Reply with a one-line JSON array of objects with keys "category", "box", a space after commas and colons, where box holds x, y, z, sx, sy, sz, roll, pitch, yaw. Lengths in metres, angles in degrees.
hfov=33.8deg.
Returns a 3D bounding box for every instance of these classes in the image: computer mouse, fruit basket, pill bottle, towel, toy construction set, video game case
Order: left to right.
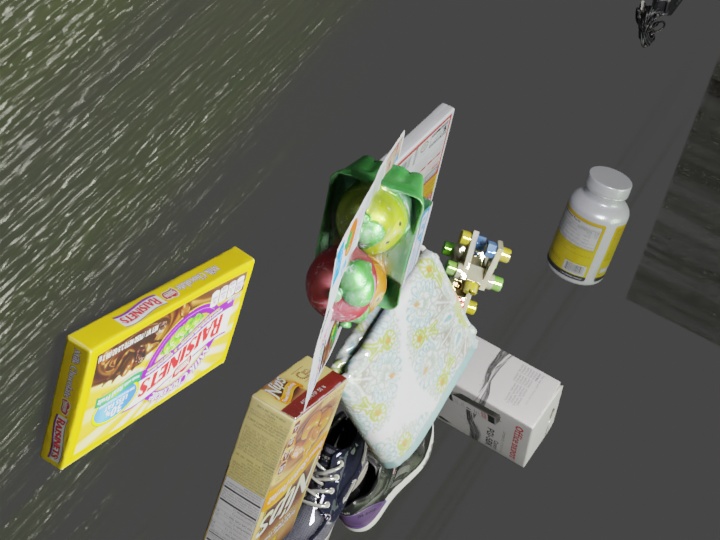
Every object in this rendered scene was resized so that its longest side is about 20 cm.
[{"category": "fruit basket", "box": [0.000, 0.000, 1.039, 0.200, 0.093, 0.186, -72, 177, -51]}, {"category": "video game case", "box": [0.040, -0.061, 1.234, 0.143, 0.017, 0.201, -46, 156, -44]}, {"category": "towel", "box": [0.049, 0.094, 1.300, 0.200, 0.048, 0.172, -56, 137, -26]}, {"category": "toy construction set", "box": [0.113, 0.045, 1.470, 0.201, 0.092, 0.131, -58, -170, 3]}, {"category": "pill bottle", "box": [0.416, -0.082, 2.132, 0.112, 0.112, 0.201, -39, 151, -52]}, {"category": "computer mouse", "box": [0.503, -0.468, 1.920, 0.200, 0.053, 0.138, -52, 162, 2]}]

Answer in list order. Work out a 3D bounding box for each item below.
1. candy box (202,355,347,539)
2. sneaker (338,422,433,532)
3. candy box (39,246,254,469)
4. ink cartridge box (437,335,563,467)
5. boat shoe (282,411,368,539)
[{"category": "candy box", "box": [-0.088, 0.196, 1.186, 0.115, 0.055, 0.201, -31, 144, -60]}, {"category": "sneaker", "box": [0.036, 0.261, 1.620, 0.200, 0.075, 0.088, -56, 156, -21]}, {"category": "candy box", "box": [-0.149, 0.058, 0.854, 0.200, 0.026, 0.103, -34, 150, -57]}, {"category": "ink cartridge box", "box": [0.165, 0.167, 1.629, 0.083, 0.199, 0.147, -53, 160, -24]}, {"category": "boat shoe", "box": [-0.051, 0.250, 1.368, 0.200, 0.074, 0.093, -56, 157, -46]}]
